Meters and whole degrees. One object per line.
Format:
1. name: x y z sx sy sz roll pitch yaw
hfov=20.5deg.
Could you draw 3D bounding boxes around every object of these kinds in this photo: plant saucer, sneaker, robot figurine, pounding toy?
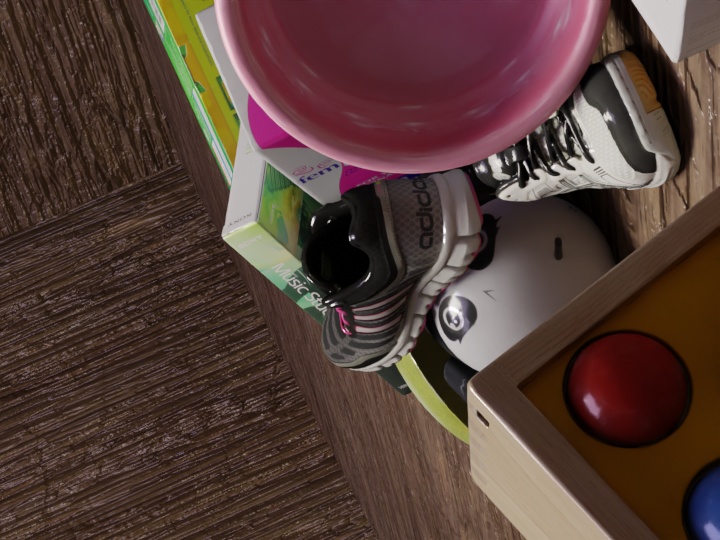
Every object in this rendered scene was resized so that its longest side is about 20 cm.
1. plant saucer: 0.026 -0.150 1.010 0.051 0.200 0.201 -95 -13 -66
2. sneaker: 0.108 -0.066 1.084 0.200 0.088 0.076 161 87 -80
3. robot figurine: 0.084 -0.004 1.271 0.150 0.125 0.200 59 176 -21
4. pounding toy: 0.159 0.044 0.822 0.184 0.200 0.142 47 165 23
5. plant saucer: 0.075 0.051 1.399 0.200 0.031 0.200 36 -144 -31
6. sneaker: 0.000 0.000 1.192 0.200 0.087 0.074 126 142 -58

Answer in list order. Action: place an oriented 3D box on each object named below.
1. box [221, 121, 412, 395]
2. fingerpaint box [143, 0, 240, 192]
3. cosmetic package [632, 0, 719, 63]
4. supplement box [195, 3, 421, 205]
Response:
1. box: -0.014 -0.024 1.400 0.200 0.036 0.144 41 -143 -33
2. fingerpaint box: -0.063 -0.179 1.582 0.200 0.167 0.073 65 170 7
3. cosmetic package: 0.109 -0.193 0.848 0.083 0.051 0.200 78 166 -63
4. supplement box: -0.014 -0.116 1.270 0.103 0.101 0.200 67 -170 17
